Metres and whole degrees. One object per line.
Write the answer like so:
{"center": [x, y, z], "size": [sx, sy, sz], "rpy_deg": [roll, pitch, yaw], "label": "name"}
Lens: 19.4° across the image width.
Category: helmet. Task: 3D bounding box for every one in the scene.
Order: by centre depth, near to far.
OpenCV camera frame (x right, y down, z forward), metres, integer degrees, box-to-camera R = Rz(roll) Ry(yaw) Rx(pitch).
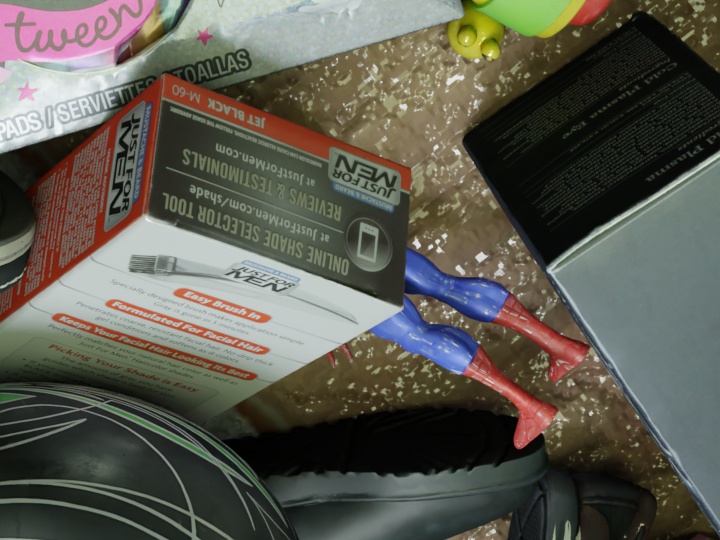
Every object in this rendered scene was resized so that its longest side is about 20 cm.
{"center": [-0.120, 0.136, 0.804], "size": [0.200, 0.200, 0.191], "rpy_deg": [29, 98, -16], "label": "helmet"}

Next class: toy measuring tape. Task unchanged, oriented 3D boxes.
{"center": [0.092, -0.157, 0.835], "size": [0.073, 0.074, 0.200], "rpy_deg": [27, 123, -16], "label": "toy measuring tape"}

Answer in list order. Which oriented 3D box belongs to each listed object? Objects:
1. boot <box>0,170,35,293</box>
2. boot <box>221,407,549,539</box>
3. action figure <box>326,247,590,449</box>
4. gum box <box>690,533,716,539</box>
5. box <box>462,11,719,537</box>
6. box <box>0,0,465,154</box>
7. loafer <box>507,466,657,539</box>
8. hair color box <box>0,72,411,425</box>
{"center": [-0.207, 0.025, 0.837], "size": [0.203, 0.073, 0.154], "rpy_deg": [13, 115, 31], "label": "boot"}
{"center": [-0.007, 0.154, 0.946], "size": [0.198, 0.073, 0.163], "rpy_deg": [-8, 107, 1], "label": "boot"}
{"center": [0.000, 0.000, 0.901], "size": [0.200, 0.052, 0.065], "rpy_deg": [36, 60, -5], "label": "action figure"}
{"center": [0.142, 0.190, 0.902], "size": [0.200, 0.113, 0.066], "rpy_deg": [-20, 120, -49], "label": "gum box"}
{"center": [0.148, 0.018, 0.867], "size": [0.104, 0.182, 0.200], "rpy_deg": [-34, 109, 4], "label": "box"}
{"center": [-0.077, -0.134, 0.809], "size": [0.199, 0.132, 0.115], "rpy_deg": [-17, 108, -3], "label": "box"}
{"center": [0.094, 0.189, 0.977], "size": [0.063, 0.072, 0.201], "rpy_deg": [5, 104, -15], "label": "loafer"}
{"center": [-0.081, 0.006, 0.819], "size": [0.111, 0.200, 0.064], "rpy_deg": [20, 60, -29], "label": "hair color box"}
